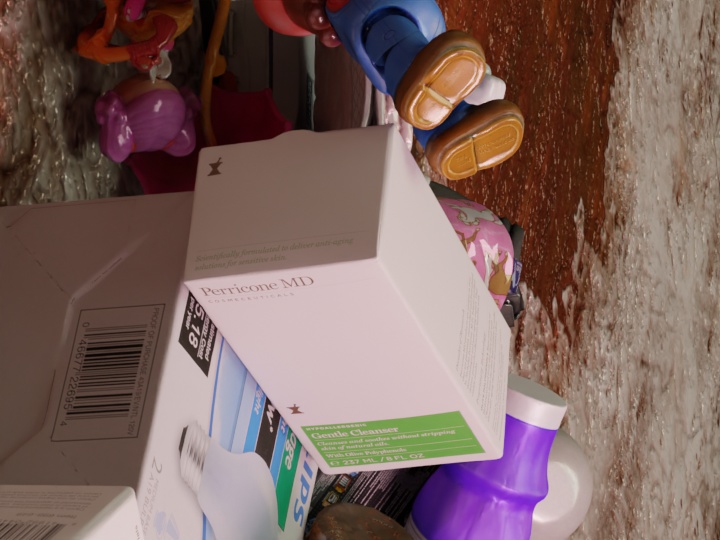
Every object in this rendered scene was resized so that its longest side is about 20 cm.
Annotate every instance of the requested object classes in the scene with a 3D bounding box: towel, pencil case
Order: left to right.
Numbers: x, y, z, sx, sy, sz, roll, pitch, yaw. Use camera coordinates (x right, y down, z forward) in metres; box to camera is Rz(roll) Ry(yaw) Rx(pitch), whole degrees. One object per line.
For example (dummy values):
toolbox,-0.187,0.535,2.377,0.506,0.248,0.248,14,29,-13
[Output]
pencil case,0.000,0.000,1.530,0.199,0.086,0.083,1,120,-46
towel,0.003,-0.147,1.516,0.191,0.032,0.201,-178,-88,-80

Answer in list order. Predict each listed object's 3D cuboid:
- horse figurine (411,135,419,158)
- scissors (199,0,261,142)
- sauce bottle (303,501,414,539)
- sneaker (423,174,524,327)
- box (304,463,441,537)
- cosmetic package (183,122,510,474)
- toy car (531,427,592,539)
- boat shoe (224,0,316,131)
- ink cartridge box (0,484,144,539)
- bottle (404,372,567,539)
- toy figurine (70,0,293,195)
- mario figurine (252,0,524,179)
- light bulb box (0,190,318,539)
horse figurine,0.008,-0.071,1.808,0.200,0.050,0.133,-77,173,-53
scissors,-0.078,-0.116,1.578,0.014,0.073,0.201,16,71,-40
sauce bottle,-0.030,0.224,1.480,0.201,0.066,0.066,-67,169,24
sneaker,0.054,0.043,1.813,0.071,0.099,0.201,57,50,-86
box,-0.027,0.174,1.533,0.200,0.044,0.160,-54,138,-4
cosmetic package,-0.002,0.018,1.368,0.200,0.107,0.085,55,34,-51
toy car,0.042,0.150,1.750,0.150,0.175,0.200,39,81,-14
boat shoe,-0.063,-0.082,1.605,0.072,0.065,0.201,60,28,-60
ink cartridge box,-0.193,0.164,1.141,0.200,0.145,0.085,-40,125,-64
bottle,0.056,0.155,1.504,0.084,0.065,0.201,-120,-128,-74
toy figurine,-0.099,-0.123,1.475,0.200,0.150,0.185,-7,105,-47
mario figurine,0.021,-0.140,1.353,0.200,0.106,0.124,52,-37,43
light bulb box,-0.115,0.097,1.381,0.200,0.124,0.199,57,36,-52
